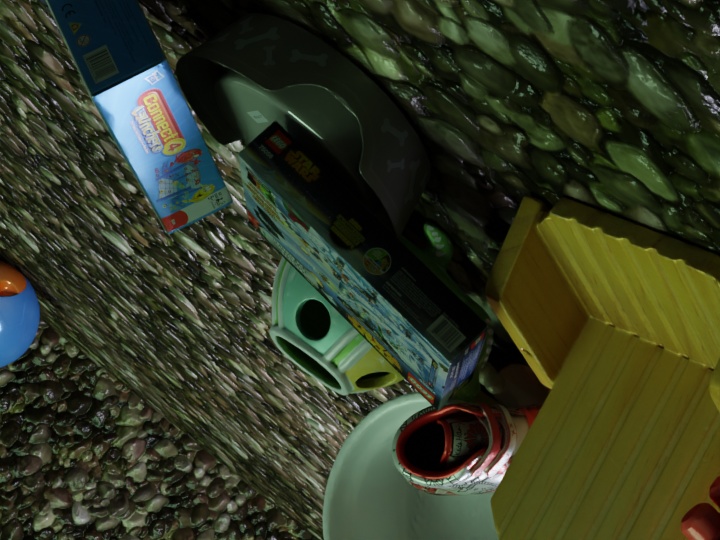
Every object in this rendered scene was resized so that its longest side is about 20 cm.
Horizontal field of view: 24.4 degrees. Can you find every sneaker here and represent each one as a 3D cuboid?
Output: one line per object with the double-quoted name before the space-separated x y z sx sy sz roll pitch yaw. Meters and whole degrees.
"sneaker" 0.122 0.126 1.206 0.201 0.067 0.108 -9 165 12

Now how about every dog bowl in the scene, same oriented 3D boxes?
"dog bowl" -0.036 -0.099 1.169 0.200 0.059 0.200 36 164 12

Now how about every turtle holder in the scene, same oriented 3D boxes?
"turtle holder" 0.015 0.036 1.295 0.186 0.132 0.141 41 165 -1

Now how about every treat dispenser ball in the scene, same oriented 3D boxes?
"treat dispenser ball" -0.670 0.077 2.944 0.201 0.201 0.201 37 165 12

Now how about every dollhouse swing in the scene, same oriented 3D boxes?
"dollhouse swing" 0.152 0.090 1.037 0.200 0.176 0.182 26 160 44

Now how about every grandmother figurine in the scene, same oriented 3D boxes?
"grandmother figurine" 0.122 0.088 1.339 0.200 0.061 0.121 35 173 28

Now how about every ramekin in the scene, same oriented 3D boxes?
"ramekin" 0.075 0.202 1.346 0.200 0.201 0.098 28 -171 38

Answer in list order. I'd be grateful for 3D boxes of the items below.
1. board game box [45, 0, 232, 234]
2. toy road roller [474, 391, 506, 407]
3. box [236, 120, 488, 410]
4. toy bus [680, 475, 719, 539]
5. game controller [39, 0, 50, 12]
"board game box" -0.173 -0.157 1.186 0.200 0.056 0.196 62 176 27
"toy road roller" 0.138 0.198 1.437 0.200 0.146 0.123 32 163 27
"box" 0.000 0.000 1.136 0.200 0.040 0.137 45 166 12
"toy bus" 0.286 0.177 0.947 0.192 0.200 0.136 48 160 4
"game controller" -0.261 -0.272 1.277 0.104 0.042 0.200 50 169 20
